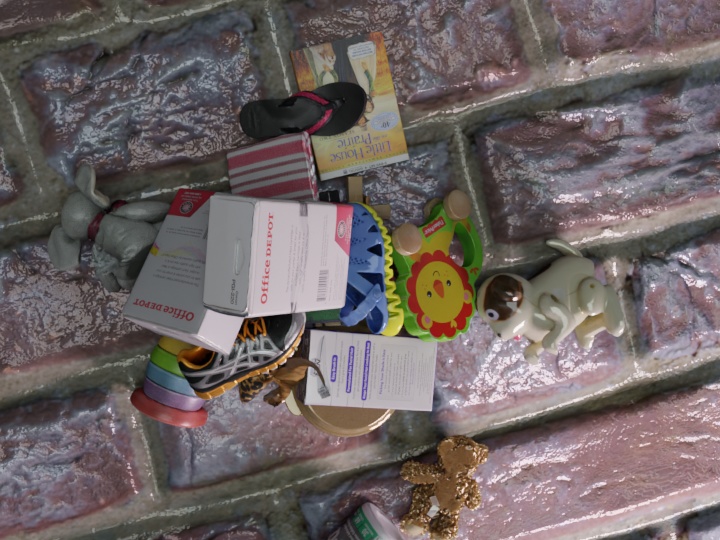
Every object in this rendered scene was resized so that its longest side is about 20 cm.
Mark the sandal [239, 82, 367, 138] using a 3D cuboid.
[{"bbox_3d":[-0.087,-0.231,1.210,0.199,0.045,0.076,-8,99,11],"label":"sandal"}]

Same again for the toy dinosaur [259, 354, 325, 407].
[{"bbox_3d":[-0.098,0.137,1.175,0.060,0.200,0.106,-36,84,-32],"label":"toy dinosaur"}]

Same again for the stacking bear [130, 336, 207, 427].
[{"bbox_3d":[-0.258,0.123,1.232,0.121,0.114,0.201,20,89,-9],"label":"stacking bear"}]

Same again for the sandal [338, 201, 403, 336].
[{"bbox_3d":[0.000,0.000,1.163,0.087,0.079,0.201,-10,82,-31],"label":"sandal"}]

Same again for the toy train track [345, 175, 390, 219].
[{"bbox_3d":[-0.011,-0.048,1.278,0.114,0.033,0.201,-6,104,-19],"label":"toy train track"}]

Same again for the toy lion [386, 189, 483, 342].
[{"bbox_3d":[0.119,0.002,1.230,0.200,0.069,0.192,-34,100,-37],"label":"toy lion"}]

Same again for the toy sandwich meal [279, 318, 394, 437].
[{"bbox_3d":[-0.029,0.168,1.286,0.204,0.070,0.207,0,88,-15],"label":"toy sandwich meal"}]

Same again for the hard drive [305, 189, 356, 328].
[{"bbox_3d":[-0.082,-0.014,1.235,0.139,0.038,0.201,-6,98,29],"label":"hard drive"}]

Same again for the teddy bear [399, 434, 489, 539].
[{"bbox_3d":[0.134,0.355,1.334,0.144,0.067,0.201,2,103,2],"label":"teddy bear"}]

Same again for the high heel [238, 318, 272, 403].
[{"bbox_3d":[-0.191,0.118,1.217,0.142,0.071,0.201,-2,117,-45],"label":"high heel"}]

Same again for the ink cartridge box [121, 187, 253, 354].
[{"bbox_3d":[-0.214,-0.003,1.115,0.147,0.086,0.201,11,73,33],"label":"ink cartridge box"}]

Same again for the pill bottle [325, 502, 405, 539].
[{"bbox_3d":[-0.025,0.476,1.297,0.200,0.113,0.113,-43,100,-1],"label":"pill bottle"}]

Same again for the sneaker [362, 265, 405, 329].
[{"bbox_3d":[0.056,0.049,1.273,0.199,0.079,0.096,24,109,-18],"label":"sneaker"}]

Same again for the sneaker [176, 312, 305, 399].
[{"bbox_3d":[-0.165,0.105,1.136,0.199,0.078,0.077,-33,127,5],"label":"sneaker"}]

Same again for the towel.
[{"bbox_3d":[-0.121,-0.093,1.204,0.146,0.030,0.201,-8,94,28],"label":"towel"}]

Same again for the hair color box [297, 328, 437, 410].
[{"bbox_3d":[0.010,0.149,1.228,0.199,0.065,0.110,6,88,-16],"label":"hair color box"}]

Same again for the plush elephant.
[{"bbox_3d":[-0.359,-0.059,1.174,0.155,0.200,0.165,43,107,14],"label":"plush elephant"}]

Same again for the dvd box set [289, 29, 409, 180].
[{"bbox_3d":[-0.016,-0.251,1.251,0.145,0.029,0.201,-13,99,-3],"label":"dvd box set"}]

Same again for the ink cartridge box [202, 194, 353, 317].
[{"bbox_3d":[-0.104,-0.021,1.065,0.084,0.200,0.147,8,96,34],"label":"ink cartridge box"}]

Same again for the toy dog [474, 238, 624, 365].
[{"bbox_3d":[0.279,0.047,1.264,0.199,0.140,0.195,-6,83,-16],"label":"toy dog"}]
